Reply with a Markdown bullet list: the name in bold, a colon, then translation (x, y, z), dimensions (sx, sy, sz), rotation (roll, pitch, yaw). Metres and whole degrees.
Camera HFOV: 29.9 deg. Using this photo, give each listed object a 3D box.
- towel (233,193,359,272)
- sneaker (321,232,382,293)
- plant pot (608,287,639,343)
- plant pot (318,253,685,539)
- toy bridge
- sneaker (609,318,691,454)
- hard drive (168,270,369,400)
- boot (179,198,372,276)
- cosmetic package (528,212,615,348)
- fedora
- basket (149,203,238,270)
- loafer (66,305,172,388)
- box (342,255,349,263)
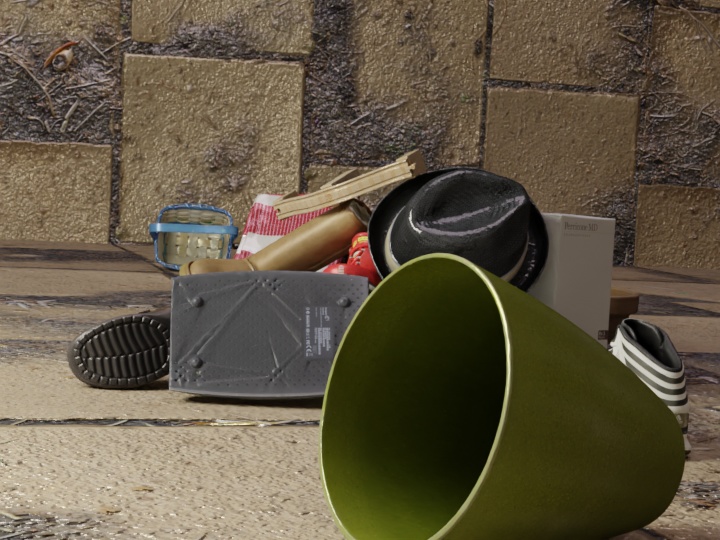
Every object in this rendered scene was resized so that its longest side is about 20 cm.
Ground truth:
- **towel**: translation (-0.089, -0.020, 1.671), dimensions (0.144, 0.200, 0.023), rotation (1, -39, 21)
- **sneaker**: translation (0.000, 0.000, 1.486), dimensions (0.077, 0.085, 0.200), rotation (-8, -5, 19)
- **plant pot**: translation (0.277, 0.068, 1.846), dimensions (0.200, 0.093, 0.201), rotation (3, 4, 0)
- **plant pot**: translation (0.106, 0.106, 0.867), dimensions (0.200, 0.188, 0.187), rotation (19, -4, -32)
- **toy bridge**: translation (-0.020, -0.091, 1.511), dimensions (0.200, 0.027, 0.067), rotation (-16, 11, 35)
- **sneaker**: translation (0.245, 0.099, 1.274), dimensions (0.075, 0.116, 0.200), rotation (1, 5, -26)
- **hard drive**: translation (-0.090, 0.068, 1.350), dimensions (0.199, 0.135, 0.042), rotation (0, -25, -5)
- **boot**: translation (-0.090, -0.021, 1.528), dimensions (0.200, 0.066, 0.175), rotation (-28, -8, 14)
- **cosmetic package**: translation (0.222, 0.035, 1.531), dimensions (0.081, 0.201, 0.113), rotation (8, 7, 44)
- **fedora**: translation (0.110, -0.047, 1.421), dimensions (0.200, 0.201, 0.092), rotation (3, -27, -6)
- **basket**: translation (-0.343, -0.068, 2.747), dimensions (0.176, 0.140, 0.200), rotation (4, -5, -9)
- **loafer**: translation (-0.207, 0.075, 1.402), dimensions (0.199, 0.073, 0.071), rotation (-13, 1, -22)
- **box**: translation (0.010, 0.019, 1.766), dimensions (0.199, 0.167, 0.164), rotation (6, 5, 25)
